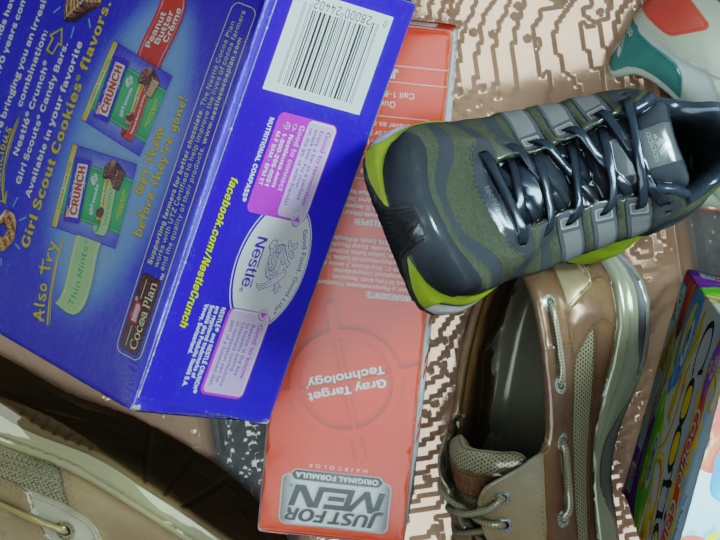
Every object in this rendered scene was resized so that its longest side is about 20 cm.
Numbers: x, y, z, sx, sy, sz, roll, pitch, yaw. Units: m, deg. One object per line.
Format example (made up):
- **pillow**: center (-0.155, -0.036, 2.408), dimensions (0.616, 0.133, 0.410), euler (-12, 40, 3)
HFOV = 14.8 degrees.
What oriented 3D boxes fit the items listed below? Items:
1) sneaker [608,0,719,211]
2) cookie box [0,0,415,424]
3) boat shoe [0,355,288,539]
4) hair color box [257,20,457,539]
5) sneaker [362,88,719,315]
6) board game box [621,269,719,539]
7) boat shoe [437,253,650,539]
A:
- **sneaker**: center (0.184, -0.044, 1.120), dimensions (0.093, 0.070, 0.200), euler (-41, 96, 23)
- **cookie box**: center (-0.094, -0.056, 1.060), dimensions (0.200, 0.075, 0.171), euler (27, 100, 43)
- **boat shoe**: center (-0.123, 0.090, 1.140), dimensions (0.200, 0.071, 0.065), euler (28, 103, 7)
- **hair color box**: center (0.000, 0.000, 1.105), dimensions (0.061, 0.102, 0.200), euler (5, 96, 2)
- **sneaker**: center (0.073, -0.037, 1.027), dimensions (0.081, 0.200, 0.074), euler (-24, 88, 36)
- **board game box**: center (0.168, 0.071, 1.058), dimensions (0.105, 0.200, 0.103), euler (14, 97, 0)
- **boat shoe**: center (0.060, 0.084, 1.117), dimensions (0.076, 0.072, 0.200), euler (6, 90, 45)
